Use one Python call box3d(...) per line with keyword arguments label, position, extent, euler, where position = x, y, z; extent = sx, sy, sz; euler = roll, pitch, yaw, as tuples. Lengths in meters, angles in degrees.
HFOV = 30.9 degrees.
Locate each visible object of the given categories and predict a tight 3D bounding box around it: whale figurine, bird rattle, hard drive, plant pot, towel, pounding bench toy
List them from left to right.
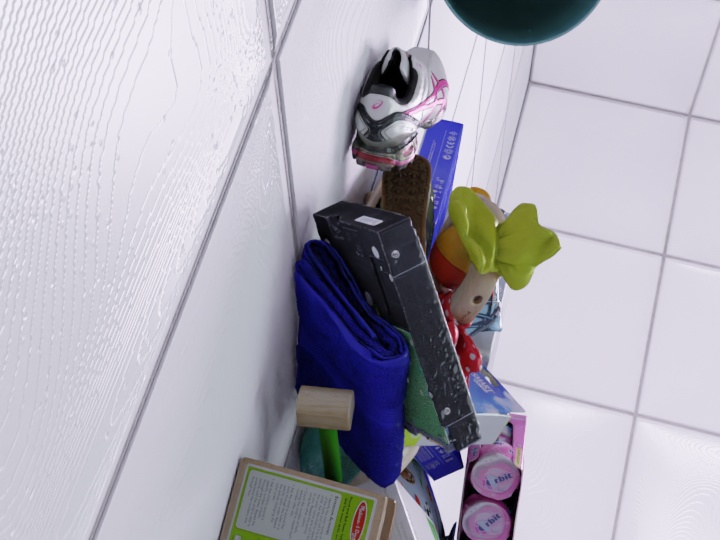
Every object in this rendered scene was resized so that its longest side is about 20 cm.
box3d(label="pounding bench toy", position=(-0.036, 0.204, 1.113), extent=(0.156, 0.123, 0.202), euler=(61, 42, -77))
box3d(label="whale figurine", position=(-0.018, 0.189, 1.362), extent=(0.159, 0.104, 0.200), euler=(-46, -177, -19))
box3d(label="towel", position=(-0.013, 0.087, 1.132), extent=(0.049, 0.148, 0.201), euler=(-25, 144, -19))
box3d(label="hard drive", position=(0.031, 0.044, 1.095), extent=(0.139, 0.038, 0.202), euler=(18, -51, 65))
box3d(label="bird rattle", position=(0.107, 0.008, 1.271), extent=(0.164, 0.111, 0.202), euler=(-100, -154, -57))
box3d(label="plant pot", position=(0.172, -0.362, 1.456), extent=(0.161, 0.198, 0.203), euler=(-95, -165, -74))

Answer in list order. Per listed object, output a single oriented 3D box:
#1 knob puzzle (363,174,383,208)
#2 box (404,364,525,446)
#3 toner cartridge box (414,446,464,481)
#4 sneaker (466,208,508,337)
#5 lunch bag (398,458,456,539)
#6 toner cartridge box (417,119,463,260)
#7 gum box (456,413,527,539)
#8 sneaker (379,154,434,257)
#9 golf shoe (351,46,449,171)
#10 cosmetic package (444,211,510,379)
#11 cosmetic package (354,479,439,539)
box3d(label="knob puzzle", position=(0.000, 0.000, 1.362), extent=(0.220, 0.030, 0.222), euler=(12, 90, -82))
box3d(label="box", position=(0.060, 0.120, 1.309), extent=(0.199, 0.122, 0.048), euler=(7, 121, -44))
box3d(label="toner cartridge box", position=(0.051, 0.147, 1.479), extent=(0.200, 0.043, 0.096), euler=(53, 16, -42))
box3d(label="sneaker", position=(0.121, 0.029, 1.444), extent=(0.201, 0.095, 0.079), euler=(-60, -170, -3))
box3d(label="lunch bag", position=(0.042, 0.317, 1.486), extent=(0.170, 0.123, 0.202), euler=(-62, 134, -70))
box3d(label="toner cartridge box", position=(0.073, -0.076, 1.445), extent=(0.201, 0.043, 0.096), euler=(-71, 172, -51))
box3d(label="gum box", position=(0.149, 0.268, 1.506), extent=(0.114, 0.065, 0.202), euler=(-72, 168, -64))
box3d(label="sneaker", position=(0.037, -0.008, 1.255), extent=(0.090, 0.066, 0.202), euler=(79, 21, -56))
box3d(label="golf shoe", position=(0.046, -0.179, 1.263), extent=(0.201, 0.072, 0.093), euler=(-65, 164, -54))
box3d(label="cosmetic package", position=(0.093, 0.041, 1.582), extent=(0.168, 0.164, 0.202), euler=(89, 16, -58))
box3d(label="cosmetic package", position=(0.032, 0.284, 1.275), extent=(0.200, 0.084, 0.108), euler=(60, 9, -63))
